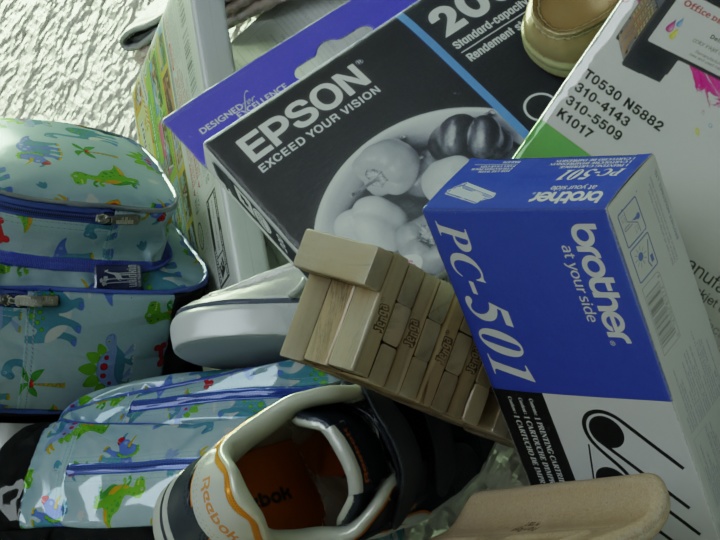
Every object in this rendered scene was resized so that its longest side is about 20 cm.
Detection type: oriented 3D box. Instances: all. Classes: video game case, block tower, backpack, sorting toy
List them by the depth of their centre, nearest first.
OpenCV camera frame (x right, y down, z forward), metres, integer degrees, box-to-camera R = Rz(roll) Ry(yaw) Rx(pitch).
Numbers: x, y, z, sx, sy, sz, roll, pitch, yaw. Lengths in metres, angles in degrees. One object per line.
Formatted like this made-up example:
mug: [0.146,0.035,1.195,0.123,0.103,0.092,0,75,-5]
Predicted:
sorting toy: [0.005,0.137,0.743,0.037,0.198,0.185,68,157,1]
block tower: [0.051,0.044,0.846,0.054,0.199,0.058,12,78,50]
backpack: [-0.068,0.121,0.978,0.198,0.163,0.155,2,58,39]
backpack: [-0.198,-0.005,1.065,0.183,0.198,0.149,-130,43,-61]
video game case: [-0.096,-0.052,1.099,0.182,0.023,0.202,129,133,-64]

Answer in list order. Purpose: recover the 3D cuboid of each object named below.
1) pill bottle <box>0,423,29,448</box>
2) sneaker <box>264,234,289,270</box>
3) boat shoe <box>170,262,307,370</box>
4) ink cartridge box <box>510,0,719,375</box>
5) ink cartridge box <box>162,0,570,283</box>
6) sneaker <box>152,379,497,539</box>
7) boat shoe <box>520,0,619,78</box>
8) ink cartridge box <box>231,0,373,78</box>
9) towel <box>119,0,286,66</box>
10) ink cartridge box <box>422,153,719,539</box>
pill bottle: [-0.233,0.103,1.149,0.198,0.113,0.114,5,71,18]
sneaker: [-0.044,0.008,1.075,0.087,0.074,0.201,-52,40,22]
boat shoe: [0.000,-0.002,0.960,0.200,0.075,0.087,-8,69,6]
ink cartridge box: [0.170,-0.070,0.816,0.144,0.084,0.201,36,100,10]
ink cartridge box: [0.026,-0.079,0.948,0.197,0.044,0.200,-35,57,-15]
sneaker: [0.003,0.086,0.873,0.079,0.199,0.079,61,145,7]
boat shoe: [0.151,-0.180,0.920,0.200,0.063,0.073,-47,59,-6]
ink cartridge box: [0.013,-0.144,1.088,0.200,0.059,0.104,-43,42,3]
towel: [-0.049,-0.220,1.170,0.199,0.032,0.192,-16,34,48]
ink cartridge box: [0.104,0.048,0.790,0.093,0.201,0.044,1,34,42]
